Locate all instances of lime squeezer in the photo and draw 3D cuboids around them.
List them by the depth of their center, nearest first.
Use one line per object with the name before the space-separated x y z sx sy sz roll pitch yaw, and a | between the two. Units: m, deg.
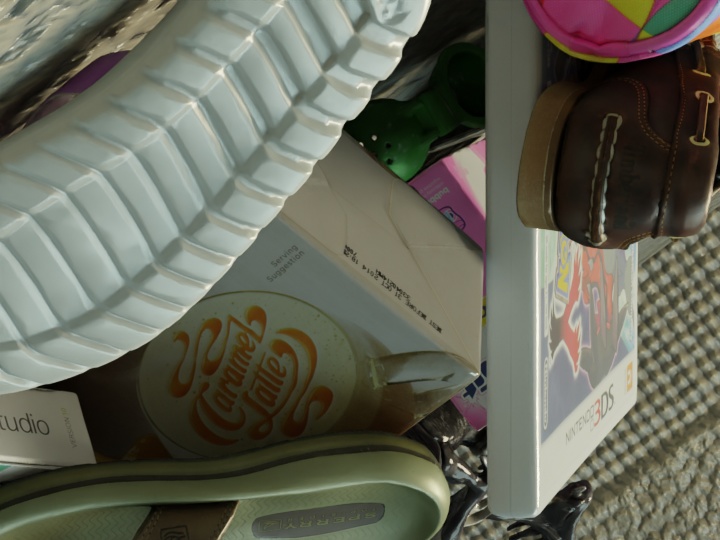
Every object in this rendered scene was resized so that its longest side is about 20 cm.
lime squeezer | 0.029 -0.064 0.962 0.200 0.038 0.071 -35 173 -7

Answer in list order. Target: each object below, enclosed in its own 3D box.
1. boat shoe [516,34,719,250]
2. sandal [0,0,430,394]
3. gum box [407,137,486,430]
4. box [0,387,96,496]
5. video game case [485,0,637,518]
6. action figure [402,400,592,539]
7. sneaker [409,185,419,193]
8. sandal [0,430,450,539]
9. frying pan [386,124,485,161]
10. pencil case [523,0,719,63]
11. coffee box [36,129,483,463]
boat shoe | 0.113 -0.049 0.840 0.070 0.070 0.200 7 -159 16
sandal | -0.061 -0.036 0.665 0.203 0.082 0.050 -38 -145 12
gum box | 0.062 0.001 1.155 0.066 0.114 0.200 -36 180 12
box | -0.202 0.096 0.751 0.144 0.036 0.200 12 137 -46
video game case | 0.082 -0.024 0.896 0.023 0.200 0.182 2 -169 18
action figure | 0.034 0.096 1.180 0.102 0.119 0.200 -38 140 20
sneaker | 0.000 0.000 0.921 0.079 0.074 0.200 -21 163 15
sandal | -0.065 0.100 0.750 0.201 0.057 0.080 -11 150 -8
frying pan | 0.043 -0.066 1.037 0.190 0.031 0.115 -20 -179 5
pencil case | 0.127 -0.127 0.827 0.088 0.088 0.200 -39 172 29
coffee box | -0.066 0.037 0.812 0.200 0.114 0.080 -38 -155 27
